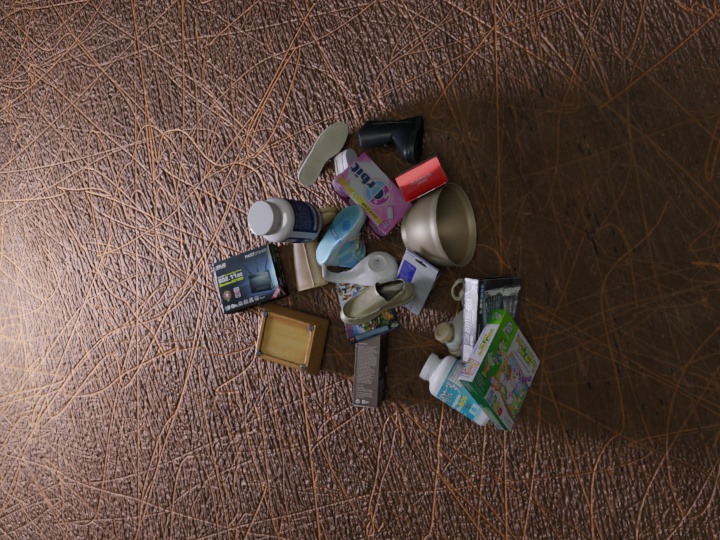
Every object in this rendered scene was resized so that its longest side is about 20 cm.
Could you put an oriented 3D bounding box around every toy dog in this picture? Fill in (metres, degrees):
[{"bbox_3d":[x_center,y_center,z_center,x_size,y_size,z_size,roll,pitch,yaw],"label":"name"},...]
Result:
[{"bbox_3d":[0.273,0.131,1.331,0.096,0.130,0.204,37,110,55],"label":"toy dog"}]

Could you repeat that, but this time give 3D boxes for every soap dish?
[{"bbox_3d":[-0.196,0.191,1.486,0.196,0.081,0.161,14,93,17],"label":"soap dish"}]

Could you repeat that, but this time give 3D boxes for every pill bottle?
[{"bbox_3d":[-0.194,-0.128,1.369,0.109,0.199,0.114,1,91,28],"label":"pill bottle"},{"bbox_3d":[0.248,0.289,1.338,0.197,0.111,0.113,30,97,15],"label":"pill bottle"}]

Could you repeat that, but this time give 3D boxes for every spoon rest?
[{"bbox_3d":[0.000,0.000,1.391,0.195,0.061,0.101,-5,62,0],"label":"spoon rest"}]

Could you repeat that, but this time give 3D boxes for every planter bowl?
[{"bbox_3d":[0.185,-0.105,1.335,0.133,0.198,0.206,-7,87,40],"label":"planter bowl"}]

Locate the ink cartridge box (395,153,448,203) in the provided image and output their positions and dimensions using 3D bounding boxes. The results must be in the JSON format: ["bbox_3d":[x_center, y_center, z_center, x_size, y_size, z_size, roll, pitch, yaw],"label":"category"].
[{"bbox_3d":[0.153,-0.230,1.324,0.114,0.200,0.068,-26,99,14],"label":"ink cartridge box"}]

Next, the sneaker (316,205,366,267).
[{"bbox_3d":[-0.019,-0.085,1.403,0.200,0.129,0.081,-47,50,34],"label":"sneaker"}]

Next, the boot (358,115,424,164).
[{"bbox_3d":[0.075,-0.331,1.373,0.164,0.202,0.078,-4,129,15],"label":"boot"}]

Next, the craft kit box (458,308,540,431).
[{"bbox_3d":[0.328,0.231,1.244,0.048,0.201,0.199,-3,47,48],"label":"craft kit box"}]

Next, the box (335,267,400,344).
[{"bbox_3d":[0.015,0.077,1.386,0.134,0.038,0.203,-19,53,5],"label":"box"}]

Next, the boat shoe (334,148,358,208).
[{"bbox_3d":[-0.033,-0.224,1.460,0.069,0.070,0.205,-12,89,43],"label":"boat shoe"}]

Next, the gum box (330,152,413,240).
[{"bbox_3d":[0.027,-0.195,1.389,0.200,0.066,0.114,46,74,-3],"label":"gum box"}]

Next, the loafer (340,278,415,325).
[{"bbox_3d":[0.037,0.068,1.317,0.196,0.069,0.077,-24,52,1],"label":"loafer"}]

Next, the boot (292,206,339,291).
[{"bbox_3d":[-0.116,-0.059,1.479,0.172,0.066,0.205,-15,84,28],"label":"boot"}]

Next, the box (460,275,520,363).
[{"bbox_3d":[0.315,0.117,1.291,0.049,0.155,0.205,10,99,54],"label":"box"}]

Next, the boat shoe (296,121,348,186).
[{"bbox_3d":[-0.108,-0.328,1.476,0.071,0.060,0.201,31,103,-26],"label":"boat shoe"}]

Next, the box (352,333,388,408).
[{"bbox_3d":[0.029,0.247,1.410,0.073,0.100,0.206,2,91,16],"label":"box"}]

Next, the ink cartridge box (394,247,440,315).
[{"bbox_3d":[0.140,0.023,1.347,0.099,0.202,0.039,36,55,15],"label":"ink cartridge box"}]

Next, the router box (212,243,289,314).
[{"bbox_3d":[-0.315,0.026,1.533,0.196,0.062,0.153,-18,83,15],"label":"router box"}]
